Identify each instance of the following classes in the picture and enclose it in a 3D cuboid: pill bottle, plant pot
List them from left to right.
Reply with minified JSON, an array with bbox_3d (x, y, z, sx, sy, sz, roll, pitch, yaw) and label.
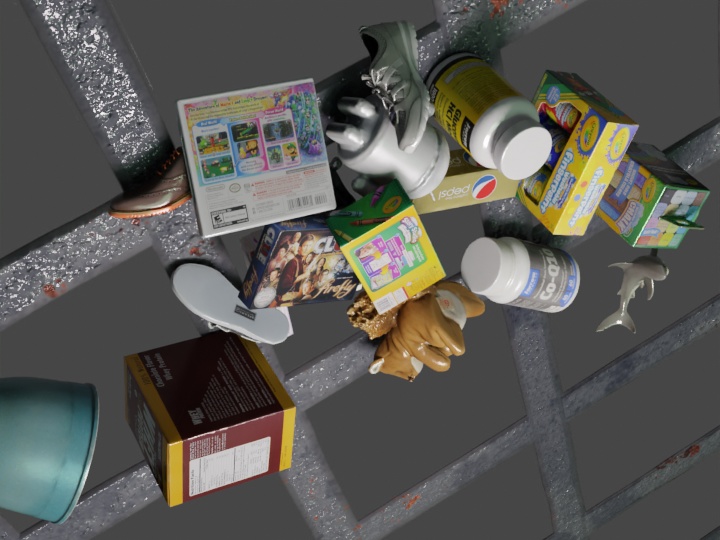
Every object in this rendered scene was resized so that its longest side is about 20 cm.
[{"bbox_3d":[-0.487,0.235,1.576,0.187,0.200,0.201,17,116,-25],"label":"plant pot"},{"bbox_3d":[0.183,-0.218,1.624,0.112,0.200,0.113,-18,134,-20],"label":"pill bottle"},{"bbox_3d":[0.273,0.005,1.944,0.199,0.114,0.114,10,120,-40],"label":"pill bottle"}]

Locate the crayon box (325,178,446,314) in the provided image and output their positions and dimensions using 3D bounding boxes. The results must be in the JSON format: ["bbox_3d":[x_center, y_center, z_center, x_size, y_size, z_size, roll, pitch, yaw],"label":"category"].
[{"bbox_3d":[0.040,-0.031,1.632,0.118,0.058,0.200,-30,144,0],"label":"crayon box"}]

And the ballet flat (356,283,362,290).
[{"bbox_3d":[0.000,0.000,1.787,0.199,0.071,0.071,-17,134,-22],"label":"ballet flat"}]

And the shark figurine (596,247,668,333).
[{"bbox_3d":[0.508,0.018,2.166,0.089,0.129,0.215,9,143,-10],"label":"shark figurine"}]

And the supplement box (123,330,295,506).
[{"bbox_3d":[-0.231,0.214,1.715,0.199,0.197,0.134,-14,133,-25],"label":"supplement box"}]

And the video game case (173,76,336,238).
[{"bbox_3d":[-0.138,-0.153,1.520,0.199,0.024,0.184,-14,98,-26],"label":"video game case"}]

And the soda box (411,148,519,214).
[{"bbox_3d":[0.149,-0.143,1.765,0.199,0.068,0.064,-12,133,-26],"label":"soda box"}]

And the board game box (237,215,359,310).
[{"bbox_3d":[-0.070,-0.014,1.638,0.199,0.035,0.136,-5,128,-43],"label":"board game box"}]

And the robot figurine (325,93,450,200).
[{"bbox_3d":[0.047,-0.175,1.618,0.199,0.113,0.170,29,88,-32],"label":"robot figurine"}]

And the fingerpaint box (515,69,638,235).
[{"bbox_3d":[0.318,-0.183,1.773,0.073,0.167,0.201,0,126,-35],"label":"fingerpaint box"}]

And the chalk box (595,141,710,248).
[{"bbox_3d":[0.493,-0.116,1.927,0.124,0.200,0.124,3,124,-36],"label":"chalk box"}]

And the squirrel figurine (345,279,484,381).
[{"bbox_3d":[0.072,0.090,1.881,0.200,0.142,0.187,39,130,-13],"label":"squirrel figurine"}]

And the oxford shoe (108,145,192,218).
[{"bbox_3d":[-0.249,-0.127,1.517,0.199,0.071,0.073,-24,116,-21],"label":"oxford shoe"}]

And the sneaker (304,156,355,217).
[{"bbox_3d":[-0.066,-0.076,1.668,0.113,0.076,0.201,-18,134,-22],"label":"sneaker"}]

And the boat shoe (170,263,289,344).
[{"bbox_3d":[-0.201,0.053,1.690,0.198,0.068,0.074,25,69,-26],"label":"boat shoe"}]

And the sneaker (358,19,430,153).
[{"bbox_3d":[0.040,-0.245,1.530,0.081,0.201,0.075,-2,154,-17],"label":"sneaker"}]

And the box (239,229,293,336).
[{"bbox_3d":[-0.142,0.026,1.731,0.038,0.041,0.201,-24,135,-15],"label":"box"}]
